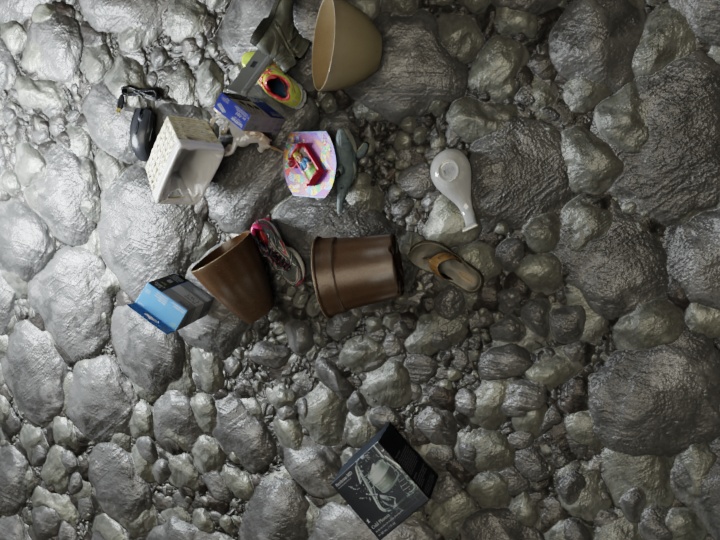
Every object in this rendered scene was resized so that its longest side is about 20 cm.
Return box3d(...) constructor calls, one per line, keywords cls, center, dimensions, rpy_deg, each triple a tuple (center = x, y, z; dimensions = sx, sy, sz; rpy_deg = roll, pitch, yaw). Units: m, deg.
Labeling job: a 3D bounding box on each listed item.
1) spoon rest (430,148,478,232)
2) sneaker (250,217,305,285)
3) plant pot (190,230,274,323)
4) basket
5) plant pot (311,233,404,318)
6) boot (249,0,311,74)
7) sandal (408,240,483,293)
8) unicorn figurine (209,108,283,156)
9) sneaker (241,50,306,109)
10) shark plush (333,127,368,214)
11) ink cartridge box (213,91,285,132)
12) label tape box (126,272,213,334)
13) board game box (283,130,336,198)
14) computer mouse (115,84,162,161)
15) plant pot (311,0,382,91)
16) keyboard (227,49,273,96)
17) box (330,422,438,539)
box3d(cls="spoon rest", center=(0.230, -0.189, 1.427), dimensions=(0.098, 0.060, 0.205), rpy_deg=(-21, 81, 20))
box3d(cls="sneaker", center=(-0.223, -0.043, 1.591), dimensions=(0.080, 0.075, 0.201), rpy_deg=(-38, 88, 21))
box3d(cls="plant pot", center=(-0.318, 0.033, 1.597), dimensions=(0.184, 0.188, 0.203), rpy_deg=(-25, 107, 21))
box3d(cls="basket", center=(-0.461, -0.285, 1.559), dimensions=(0.201, 0.134, 0.125), rpy_deg=(-52, 59, 34))
box3d(cls="plant pot", center=(0.000, 0.000, 1.473), dimensions=(0.193, 0.200, 0.206), rpy_deg=(-10, 98, 12))
box3d(cls="boot", center=(-0.168, -0.589, 1.465), dimensions=(0.129, 0.068, 0.202), rpy_deg=(34, 86, -15))
box3d(cls="sandal", center=(0.207, -0.006, 1.465), dimensions=(0.198, 0.055, 0.083), rpy_deg=(34, 109, 9))
box3d(cls="unicorn figurine", center=(-0.312, -0.355, 1.557), dimensions=(0.136, 0.074, 0.203), rpy_deg=(-28, 94, 25))
box3d(cls="sneaker", center=(-0.224, -0.480, 1.494), dimensions=(0.199, 0.090, 0.079), rpy_deg=(38, 112, 9))
box3d(cls="shark plush", center=(-0.052, -0.247, 1.487), dimensions=(0.089, 0.083, 0.204), rpy_deg=(22, 107, 12))
box3d(cls="ink cartridge box", center=(-0.266, -0.382, 1.468), dimensions=(0.093, 0.200, 0.045), rpy_deg=(38, 109, 7))
box3d(cls="label tape box", center=(-0.516, 0.087, 1.649), dimensions=(0.142, 0.200, 0.067), rpy_deg=(33, 107, 9))
box3d(cls="board game box", center=(-0.142, -0.263, 1.494), dimensions=(0.197, 0.038, 0.163), rpy_deg=(11, 105, 43))
box3d(cls="computer mouse", center=(-0.628, -0.411, 1.666), dimensions=(0.137, 0.046, 0.205), rpy_deg=(17, 106, 13))
box3d(cls="plant pot", center=(-0.025, -0.511, 1.385), dimensions=(0.131, 0.200, 0.206), rpy_deg=(2, 105, -19))
box3d(cls="keyboard", center=(-0.253, -0.500, 1.469), dimensions=(0.055, 0.011, 0.203), rpy_deg=(17, 62, 20))
box3d(cls="box", center=(0.065, 0.555, 1.594), dimensions=(0.197, 0.124, 0.200), rpy_deg=(46, 111, 7))
